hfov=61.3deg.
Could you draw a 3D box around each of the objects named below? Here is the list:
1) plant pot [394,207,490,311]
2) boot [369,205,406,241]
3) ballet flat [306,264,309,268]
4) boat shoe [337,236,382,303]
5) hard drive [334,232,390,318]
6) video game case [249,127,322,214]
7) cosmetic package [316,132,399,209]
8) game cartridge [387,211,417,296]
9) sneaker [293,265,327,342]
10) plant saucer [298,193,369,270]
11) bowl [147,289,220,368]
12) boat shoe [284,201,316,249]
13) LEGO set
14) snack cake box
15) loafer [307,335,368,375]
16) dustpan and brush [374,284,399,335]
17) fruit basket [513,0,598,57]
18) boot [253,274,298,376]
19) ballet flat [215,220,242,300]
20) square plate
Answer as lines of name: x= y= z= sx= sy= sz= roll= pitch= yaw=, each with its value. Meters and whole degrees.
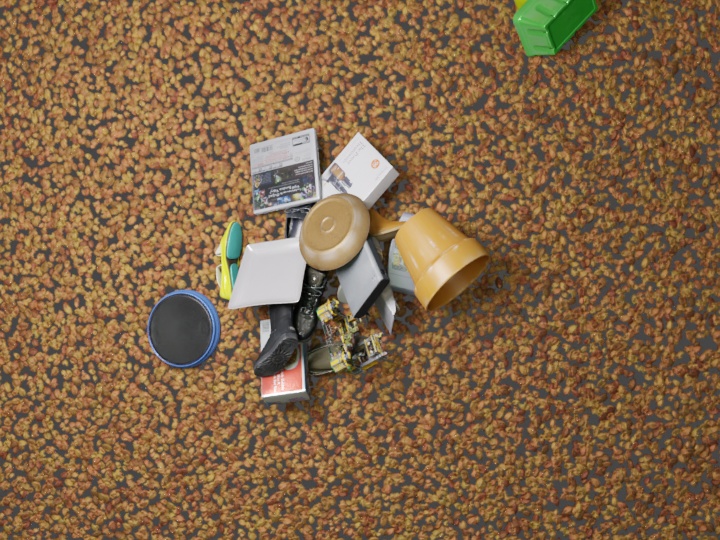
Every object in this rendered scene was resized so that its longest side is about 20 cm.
plant pot: x=0.181 y=-0.039 z=1.461 sx=0.198 sy=0.200 sz=0.185 roll=-38 pitch=70 yaw=2
boot: x=0.024 y=-0.144 z=1.543 sx=0.195 sy=0.071 sz=0.149 roll=-16 pitch=75 yaw=11
ballet flat: x=-0.215 y=0.028 z=1.571 sx=0.196 sy=0.069 sz=0.071 roll=-32 pitch=87 yaw=2
boat shoe: x=-0.001 y=-0.001 z=1.536 sx=0.068 sy=0.073 sz=0.203 roll=18 pitch=130 yaw=-19
hard drive: x=-0.007 y=-0.012 z=1.448 sx=0.141 sy=0.032 sz=0.204 roll=-54 pitch=45 yaw=36
video game case: x=-0.194 y=-0.253 z=1.560 sx=0.194 sy=0.023 sz=0.189 roll=-9 pitch=80 yaw=21
cosmetic package: x=-0.019 y=-0.218 z=1.519 sx=0.201 sy=0.051 sz=0.151 roll=-48 pitch=62 yaw=9
game cartridge: x=0.137 y=-0.040 z=1.565 sx=0.128 sy=0.041 sz=0.207 roll=11 pitch=89 yaw=8
sneaker: x=-0.129 y=0.070 z=1.502 sx=0.074 sy=0.115 sz=0.204 roll=15 pitch=61 yaw=5
plant saucer: x=-0.072 y=-0.102 z=1.446 sx=0.194 sy=0.035 sz=0.207 roll=-12 pitch=62 yaw=24
bowl: x=-0.467 y=0.155 z=1.598 sx=0.193 sy=0.039 sz=0.209 roll=0 pitch=89 yaw=4
boat shoe: x=-0.159 y=-0.144 z=1.574 sx=0.072 sy=0.062 sz=0.208 roll=9 pitch=88 yaw=6
LEGO set: x=-0.012 y=0.149 z=1.456 sx=0.114 sy=0.153 sz=0.205 roll=-29 pitch=52 yaw=19
snack cake box: x=-0.189 y=0.223 z=1.523 sx=0.111 sy=0.068 sz=0.206 roll=-8 pitch=61 yaw=3
loafer: x=-0.065 y=0.216 z=1.554 sx=0.194 sy=0.070 sz=0.078 roll=-21 pitch=87 yaw=3
dustpan and brush: x=0.058 y=0.045 z=1.534 sx=0.056 sy=0.141 sz=0.204 roll=-23 pitch=69 yaw=-11
fruit basket: x=0.459 y=-0.665 z=1.525 sx=0.210 sy=0.155 sz=0.221 roll=-20 pitch=49 yaw=25
boot: x=-0.212 y=0.134 z=1.489 sx=0.165 sy=0.065 sz=0.204 roll=-44 pitch=41 yaw=28
ballet flat: x=-0.348 y=-0.025 z=1.586 sx=0.065 sy=0.066 sz=0.208 roll=-1 pitch=90 yaw=25
square plate: x=-0.216 y=0.008 z=1.495 sx=0.191 sy=0.029 sz=0.205 roll=-6 pitch=51 yaw=19
